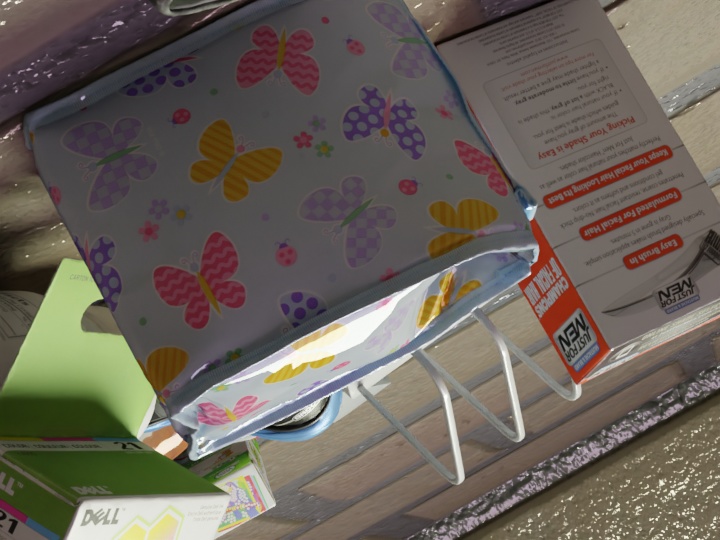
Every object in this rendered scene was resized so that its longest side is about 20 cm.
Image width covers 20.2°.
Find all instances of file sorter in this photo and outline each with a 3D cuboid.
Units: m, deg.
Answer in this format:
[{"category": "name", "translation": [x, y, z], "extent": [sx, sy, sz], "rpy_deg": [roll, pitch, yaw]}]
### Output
[{"category": "file sorter", "translation": [0.091, 0.015, 1.247], "extent": [0.200, 0.125, 0.139], "rpy_deg": [-34, 145, -16]}]

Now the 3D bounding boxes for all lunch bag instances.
[{"category": "lunch bag", "translation": [-0.033, -0.030, 0.968], "extent": [0.200, 0.170, 0.127], "rpy_deg": [-29, 163, -6]}]

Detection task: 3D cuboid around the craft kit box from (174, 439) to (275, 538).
[{"category": "craft kit box", "translation": [-0.170, 0.193, 1.613], "extent": [0.200, 0.049, 0.198], "rpy_deg": [-29, -172, -1]}]

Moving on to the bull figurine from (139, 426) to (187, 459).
[{"category": "bull figurine", "translation": [-0.148, 0.095, 1.382], "extent": [0.200, 0.065, 0.121], "rpy_deg": [-43, 151, 0]}]

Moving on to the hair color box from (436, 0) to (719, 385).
[{"category": "hair color box", "translation": [0.127, -0.049, 1.152], "extent": [0.111, 0.200, 0.064], "rpy_deg": [-23, 164, -23]}]

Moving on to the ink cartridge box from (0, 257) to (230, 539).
[{"category": "ink cartridge box", "translation": [-0.130, 0.103, 1.049], "extent": [0.148, 0.076, 0.200], "rpy_deg": [10, 107, -62]}]

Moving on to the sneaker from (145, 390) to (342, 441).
[{"category": "sneaker", "translation": [-0.111, 0.059, 1.262], "extent": [0.199, 0.071, 0.083], "rpy_deg": [2, 134, 11]}]

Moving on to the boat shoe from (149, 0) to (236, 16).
[{"category": "boat shoe", "translation": [-0.019, -0.139, 0.810], "extent": [0.200, 0.071, 0.072], "rpy_deg": [-20, 164, -34]}]

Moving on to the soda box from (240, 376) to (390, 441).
[{"category": "soda box", "translation": [-0.063, 0.086, 1.550], "extent": [0.068, 0.063, 0.200], "rpy_deg": [-36, 165, 28]}]

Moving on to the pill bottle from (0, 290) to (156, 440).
[{"category": "pill bottle", "translation": [-0.205, 0.068, 1.098], "extent": [0.114, 0.114, 0.200], "rpy_deg": [-36, 164, 27]}]
